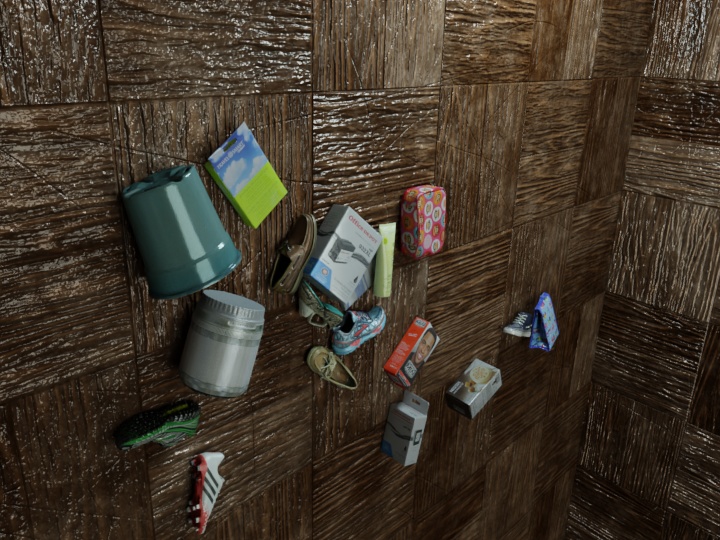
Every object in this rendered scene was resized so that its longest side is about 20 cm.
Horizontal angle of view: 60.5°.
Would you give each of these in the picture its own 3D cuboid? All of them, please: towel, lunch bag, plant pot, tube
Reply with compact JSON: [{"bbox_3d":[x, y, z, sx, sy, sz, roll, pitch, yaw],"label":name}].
[{"bbox_3d":[0.000,0.000,1.717,0.199,0.023,0.150,-41,132,-30],"label":"towel"},{"bbox_3d":[0.196,-0.149,1.830,0.173,0.081,0.207,-18,117,-43],"label":"lunch bag"},{"bbox_3d":[-0.352,-0.082,1.189,0.198,0.197,0.201,-34,120,-33],"label":"plant pot"},{"bbox_3d":[0.068,-0.029,1.734,0.050,0.058,0.207,4,102,-2],"label":"tube"},{"bbox_3d":[0.757,0.201,2.552,0.150,0.092,0.206,-37,125,-51],"label":"lunch bag"}]

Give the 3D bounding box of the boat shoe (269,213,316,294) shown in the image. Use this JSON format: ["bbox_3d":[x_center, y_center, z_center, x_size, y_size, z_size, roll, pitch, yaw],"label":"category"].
[{"bbox_3d":[-0.163,-0.042,1.487,0.067,0.071,0.206,11,96,-49],"label":"boat shoe"}]

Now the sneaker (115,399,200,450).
[{"bbox_3d":[-0.433,0.353,1.338,0.196,0.077,0.088,-8,111,-46],"label":"sneaker"}]

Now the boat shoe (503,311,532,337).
[{"bbox_3d":[0.626,0.209,2.449,0.198,0.073,0.096,11,91,-56],"label":"boat shoe"}]

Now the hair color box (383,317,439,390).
[{"bbox_3d":[0.164,0.264,1.966,0.202,0.060,0.102,-55,135,-18],"label":"hair color box"}]

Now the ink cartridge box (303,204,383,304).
[{"bbox_3d":[-0.052,-0.043,1.580,0.144,0.083,0.204,38,76,-33],"label":"ink cartridge box"}]

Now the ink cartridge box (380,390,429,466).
[{"bbox_3d":[0.142,0.505,1.993,0.065,0.114,0.207,3,102,-45],"label":"ink cartridge box"}]

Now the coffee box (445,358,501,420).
[{"bbox_3d":[0.415,0.433,2.265,0.199,0.113,0.082,-38,130,-29],"label":"coffee box"}]

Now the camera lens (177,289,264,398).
[{"bbox_3d":[-0.301,0.162,1.347,0.158,0.158,0.206,12,96,-48],"label":"camera lens"}]

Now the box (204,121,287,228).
[{"bbox_3d":[-0.251,-0.207,1.347,0.123,0.047,0.202,-51,135,-22],"label":"box"}]

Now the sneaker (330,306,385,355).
[{"bbox_3d":[-0.003,0.149,1.729,0.198,0.078,0.098,-37,127,-32],"label":"sneaker"}]

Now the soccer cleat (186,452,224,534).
[{"bbox_3d":[-0.368,0.535,1.487,0.083,0.068,0.207,-4,103,-41],"label":"soccer cleat"}]

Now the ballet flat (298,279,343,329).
[{"bbox_3d":[-0.116,0.102,1.605,0.076,0.068,0.200,-47,138,-2],"label":"ballet flat"}]

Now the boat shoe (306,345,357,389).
[{"bbox_3d":[-0.075,0.270,1.707,0.199,0.062,0.075,41,75,-46],"label":"boat shoe"}]
